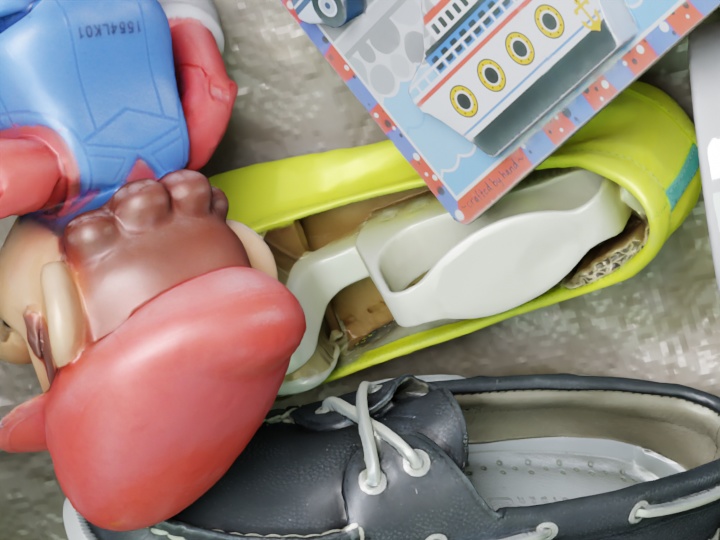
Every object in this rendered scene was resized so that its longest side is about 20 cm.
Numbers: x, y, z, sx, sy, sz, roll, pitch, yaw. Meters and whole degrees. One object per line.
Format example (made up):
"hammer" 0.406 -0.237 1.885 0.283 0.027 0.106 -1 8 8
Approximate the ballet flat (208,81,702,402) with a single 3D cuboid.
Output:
"ballet flat" 0.000 0.000 0.787 0.200 0.067 0.067 -19 117 18

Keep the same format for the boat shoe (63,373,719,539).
"boat shoe" 0.017 0.056 0.789 0.200 0.076 0.060 -1 132 -30

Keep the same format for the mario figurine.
"mario figurine" -0.086 -0.030 0.731 0.123 0.106 0.200 -15 88 -9

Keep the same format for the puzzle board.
"puzzle board" 0.026 -0.111 0.670 0.151 0.017 0.200 52 142 3

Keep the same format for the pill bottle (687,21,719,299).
"pill bottle" 0.186 -0.037 0.714 0.200 0.109 0.109 -7 119 9
